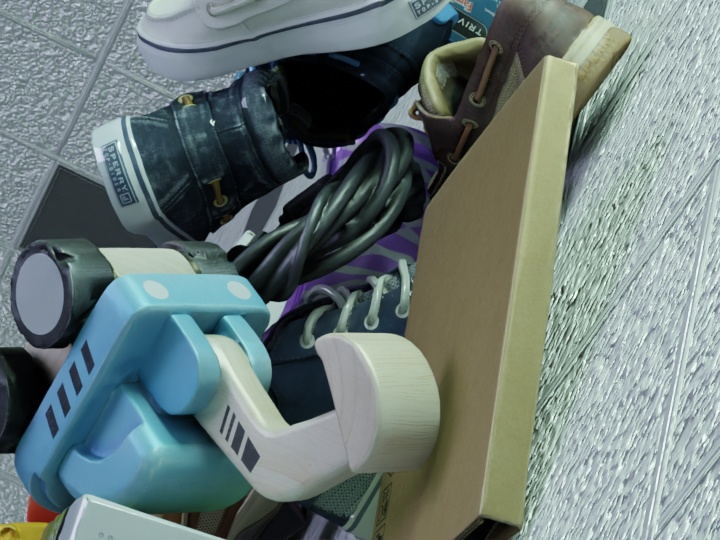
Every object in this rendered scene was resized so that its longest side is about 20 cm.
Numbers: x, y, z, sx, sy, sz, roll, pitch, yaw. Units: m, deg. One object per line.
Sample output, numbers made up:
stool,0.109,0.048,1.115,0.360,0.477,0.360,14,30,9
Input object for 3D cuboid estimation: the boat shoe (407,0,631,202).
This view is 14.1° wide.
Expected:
boat shoe,0.061,-0.081,1.367,0.072,0.072,0.200,-53,1,-21

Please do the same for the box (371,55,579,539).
box,0.045,0.034,1.192,0.164,0.021,0.201,128,155,-62

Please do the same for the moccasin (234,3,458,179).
moccasin,-0.023,-0.097,1.448,0.068,0.080,0.200,-60,9,-21

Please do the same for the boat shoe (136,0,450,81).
boat shoe,-0.043,-0.136,1.356,0.072,0.066,0.199,-43,25,-30

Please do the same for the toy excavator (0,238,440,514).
toy excavator,-0.064,0.059,1.243,0.200,0.099,0.195,52,124,32

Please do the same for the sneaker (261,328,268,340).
sneaker,-0.023,0.056,1.663,0.083,0.071,0.200,-38,2,0

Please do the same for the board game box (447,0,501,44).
board game box,0.031,-0.141,1.526,0.047,0.150,0.200,-59,6,-2

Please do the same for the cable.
cable,-0.042,-0.014,1.397,0.162,0.051,0.200,-28,3,-2

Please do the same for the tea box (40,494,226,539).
tea box,-0.095,0.215,1.237,0.197,0.133,0.201,137,151,-76

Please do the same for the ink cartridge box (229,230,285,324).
ink cartridge box,-0.114,0.087,1.963,0.145,0.084,0.200,-56,5,-38

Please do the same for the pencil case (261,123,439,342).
pencil case,0.000,0.000,1.547,0.084,0.085,0.201,-39,22,33

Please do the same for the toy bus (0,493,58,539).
toy bus,-0.169,0.193,1.662,0.200,0.135,0.194,-2,-82,-84

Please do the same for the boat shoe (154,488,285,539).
boat shoe,-0.094,0.142,1.541,0.201,0.074,0.076,-60,4,-3

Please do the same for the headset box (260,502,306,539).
headset box,-0.100,0.084,1.689,0.075,0.149,0.200,-35,13,9

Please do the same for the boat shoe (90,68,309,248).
boat shoe,-0.067,-0.053,1.430,0.200,0.090,0.071,-15,-93,-85

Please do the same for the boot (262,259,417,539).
boot,0.011,0.027,1.340,0.201,0.090,0.073,-63,7,17
